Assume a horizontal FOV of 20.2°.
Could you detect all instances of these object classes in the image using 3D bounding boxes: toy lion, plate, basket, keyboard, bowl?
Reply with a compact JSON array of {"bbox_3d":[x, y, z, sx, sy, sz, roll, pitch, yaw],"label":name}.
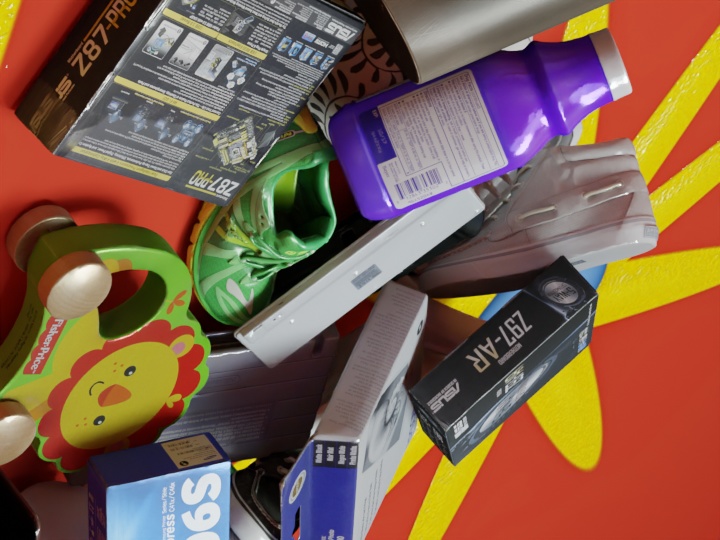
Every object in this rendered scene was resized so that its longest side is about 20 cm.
[{"bbox_3d":[-0.175,0.056,1.373,0.191,0.069,0.201,1,128,-45],"label":"toy lion"},{"bbox_3d":[0.012,0.098,1.708,0.199,0.032,0.199,-34,158,17],"label":"plate"},{"bbox_3d":[0.090,-0.222,1.312,0.199,0.181,0.136,-32,170,-4],"label":"basket"},{"bbox_3d":[0.000,0.000,1.465,0.200,0.011,0.056,-37,145,6],"label":"keyboard"},{"bbox_3d":[0.059,-0.135,1.444,0.200,0.094,0.201,-34,152,-21],"label":"bowl"}]

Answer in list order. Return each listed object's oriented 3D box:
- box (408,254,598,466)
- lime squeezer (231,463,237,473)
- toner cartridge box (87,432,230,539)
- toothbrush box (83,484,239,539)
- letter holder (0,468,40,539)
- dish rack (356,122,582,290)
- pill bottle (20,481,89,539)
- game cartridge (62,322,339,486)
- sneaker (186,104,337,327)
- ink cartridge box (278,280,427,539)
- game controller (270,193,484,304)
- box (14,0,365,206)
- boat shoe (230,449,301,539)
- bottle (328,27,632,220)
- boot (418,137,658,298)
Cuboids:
[{"bbox_3d":[0.116,0.076,1.620,0.160,0.044,0.200,-41,167,-6],"label":"box"},{"bbox_3d":[-0.104,0.115,1.615,0.070,0.038,0.201,-23,150,-35],"label":"lime squeezer"},{"bbox_3d":[-0.144,0.220,1.451,0.094,0.043,0.201,-10,119,-23],"label":"toner cartridge box"},{"bbox_3d":[-0.126,0.229,1.628,0.086,0.146,0.200,-43,154,-3],"label":"toothbrush box"},{"bbox_3d":[-0.294,0.253,1.421,0.100,0.142,0.201,-11,138,-48],"label":"letter holder"},{"bbox_3d":[0.081,-0.080,1.608,0.200,0.044,0.172,-46,154,0],"label":"dish rack"},{"bbox_3d":[-0.250,0.264,1.531,0.114,0.114,0.201,-11,137,-49],"label":"pill bottle"},{"bbox_3d":[-0.121,0.097,1.518,0.199,0.039,0.130,-7,139,-27],"label":"game cartridge"},{"bbox_3d":[-0.067,-0.028,1.420,0.074,0.084,0.201,-21,143,-36],"label":"sneaker"},{"bbox_3d":[-0.004,0.142,1.551,0.200,0.040,0.201,92,21,-54],"label":"ink cartridge box"},{"bbox_3d":[-0.001,-0.009,1.528,0.199,0.042,0.104,-30,162,18],"label":"game controller"},{"bbox_3d":[-0.101,-0.128,1.272,0.162,0.049,0.200,-54,153,12],"label":"box"},{"bbox_3d":[-0.066,0.171,1.586,0.064,0.071,0.200,-39,-177,7],"label":"boat shoe"},{"bbox_3d":[0.081,-0.103,1.352,0.199,0.084,0.065,-22,-170,6],"label":"bottle"},{"bbox_3d":[0.134,-0.042,1.609,0.199,0.096,0.074,-15,166,17],"label":"boot"}]
